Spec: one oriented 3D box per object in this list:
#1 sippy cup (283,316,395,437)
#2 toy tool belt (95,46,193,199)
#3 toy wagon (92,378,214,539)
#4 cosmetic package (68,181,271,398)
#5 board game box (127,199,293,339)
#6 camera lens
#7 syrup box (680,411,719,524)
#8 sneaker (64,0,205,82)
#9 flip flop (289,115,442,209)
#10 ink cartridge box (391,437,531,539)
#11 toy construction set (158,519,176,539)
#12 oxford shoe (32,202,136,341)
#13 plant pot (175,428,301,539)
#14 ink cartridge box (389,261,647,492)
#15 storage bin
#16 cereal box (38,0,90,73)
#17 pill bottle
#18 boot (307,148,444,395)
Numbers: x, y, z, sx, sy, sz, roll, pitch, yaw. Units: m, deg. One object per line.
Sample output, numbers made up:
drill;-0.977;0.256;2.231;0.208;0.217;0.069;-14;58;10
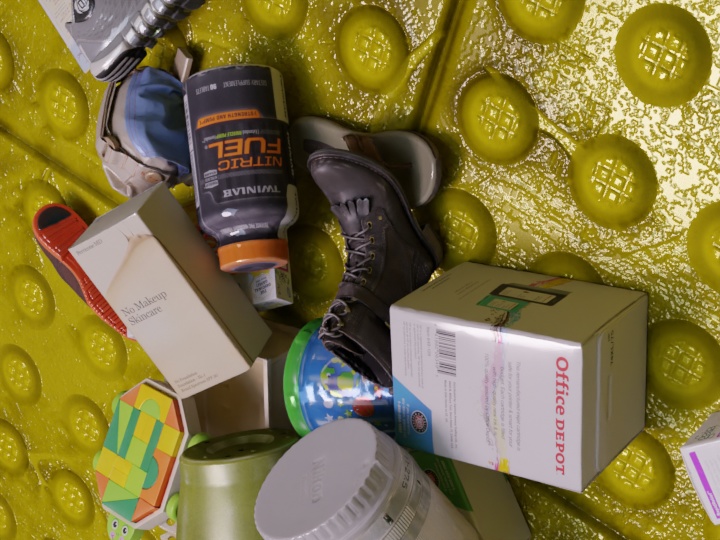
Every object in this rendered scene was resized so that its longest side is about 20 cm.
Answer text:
sippy cup;0.012;0.115;1.448;0.130;0.139;0.179;-2;108;35
toy tool belt;-0.212;-0.134;1.506;0.123;0.125;0.201;-34;53;33
toy wagon;-0.241;0.226;1.570;0.155;0.039;0.201;20;91;43
cosmetic package;-0.193;0.022;1.451;0.103;0.073;0.200;-26;110;30
board game box;-0.169;-0.010;1.538;0.199;0.034;0.135;-15;72;27
camera lens;0.014;0.259;1.346;0.159;0.160;0.200;-16;125;39
syrup box;0.387;0.152;1.222;0.199;0.079;0.082;-20;96;40
sneaker;-0.233;-0.300;1.470;0.200;0.075;0.116;-41;81;12
flip flop;-0.004;-0.110;1.420;0.199;0.057;0.082;20;115;32
ink cartridge box;0.058;0.251;1.502;0.199;0.084;0.147;-19;97;39
toy construction set;-0.159;0.313;1.644;0.131;0.200;0.092;39;83;15
oxford shoe;-0.319;0.007;1.710;0.200;0.071;0.073;51;158;5
plant pot;-0.110;0.272;1.473;0.200;0.200;0.194;-4;97;37
ink cartridge box;0.150;0.094;1.330;0.199;0.146;0.148;11;114;33
storage bin;-0.154;0.155;1.615;0.198;0.094;0.201;13;115;32
cereal box;-0.311;-0.340;1.568;0.144;0.039;0.201;-35;87;39
pill bottle;-0.119;-0.101;1.441;0.106;0.106;0.201;-15;79;39
boot;0.000;0.000;1.349;0.069;0.175;0.200;-19;126;45
